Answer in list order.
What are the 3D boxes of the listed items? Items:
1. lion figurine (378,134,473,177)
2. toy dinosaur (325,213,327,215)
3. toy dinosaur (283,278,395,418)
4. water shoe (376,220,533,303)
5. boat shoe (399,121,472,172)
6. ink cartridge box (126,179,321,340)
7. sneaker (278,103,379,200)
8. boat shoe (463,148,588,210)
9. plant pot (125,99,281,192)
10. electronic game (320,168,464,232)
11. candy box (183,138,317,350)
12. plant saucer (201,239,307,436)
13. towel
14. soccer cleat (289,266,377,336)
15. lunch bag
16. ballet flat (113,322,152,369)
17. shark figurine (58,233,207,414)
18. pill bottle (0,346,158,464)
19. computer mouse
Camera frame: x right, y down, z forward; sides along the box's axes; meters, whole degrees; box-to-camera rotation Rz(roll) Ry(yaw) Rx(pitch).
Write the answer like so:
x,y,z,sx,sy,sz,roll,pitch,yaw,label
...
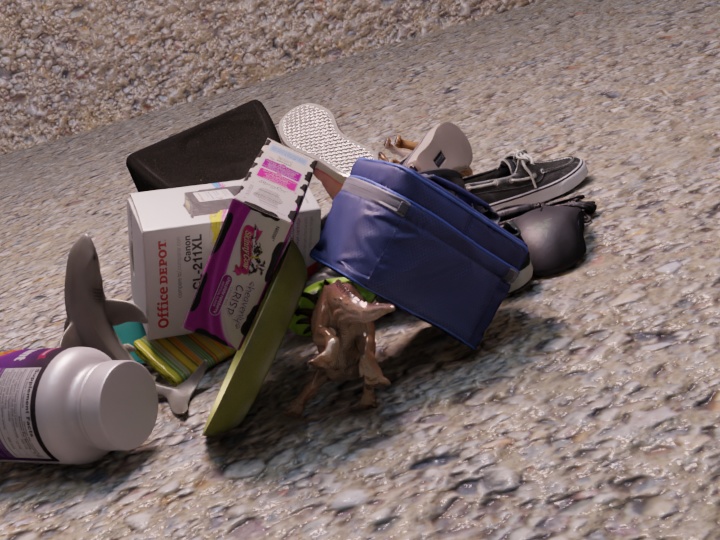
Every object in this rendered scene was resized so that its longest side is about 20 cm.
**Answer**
x,y,z,sx,sy,sz,roll,pitch,yaw,label
0.092,-0.151,1.626,0.121,0.073,0.200,17,7,-11,lion figurine
0.011,-0.090,1.546,0.100,0.059,0.199,-28,22,-30,toy dinosaur
-0.018,0.052,1.025,0.085,0.201,0.137,7,58,-8,toy dinosaur
0.093,-0.013,1.224,0.197,0.080,0.072,-7,20,26,water shoe
0.079,-0.134,1.483,0.092,0.075,0.200,-30,6,32,boat shoe
-0.151,-0.015,1.231,0.197,0.147,0.083,-9,37,-19,ink cartridge box
-0.031,-0.129,1.400,0.075,0.105,0.200,-37,46,-12,sneaker
0.207,-0.124,1.463,0.197,0.069,0.074,-19,19,-9,boat shoe
-0.159,-0.075,1.423,0.198,0.202,0.177,-26,27,-13,plant pot
0.030,-0.066,1.301,0.198,0.042,0.200,-22,-14,-6,electronic game
-0.101,-0.031,1.062,0.060,0.138,0.200,23,22,-5,candy box
-0.094,0.068,1.046,0.031,0.202,0.200,24,19,-6,plant saucer
-0.154,0.067,1.265,0.199,0.018,0.086,-28,47,-34,towel
0.000,0.000,1.215,0.199,0.068,0.081,-38,17,14,soccer cleat
0.067,-0.023,1.083,0.134,0.199,0.136,-62,27,0,lunch bag
-0.231,0.072,1.296,0.199,0.073,0.071,-26,21,-33,ballet flat
-0.266,0.086,1.160,0.128,0.215,0.089,-44,-7,29,shark figurine
-0.298,0.131,1.080,0.198,0.113,0.111,-4,22,30,pill bottle
0.209,-0.052,1.284,0.137,0.053,0.200,-11,19,11,computer mouse
